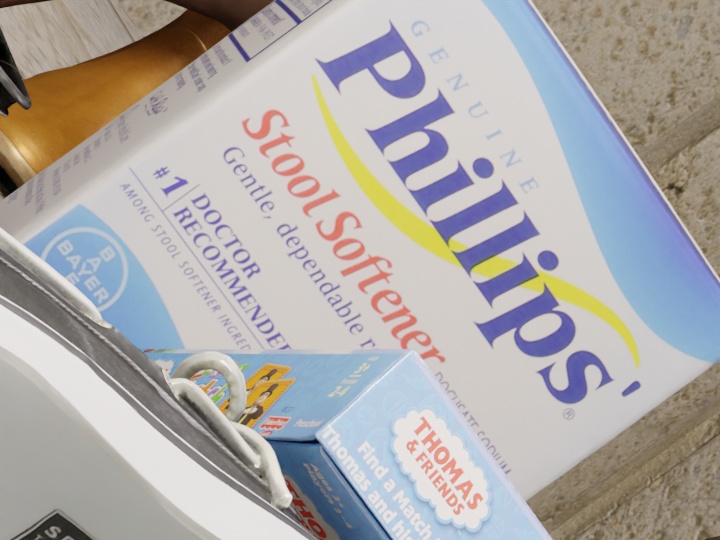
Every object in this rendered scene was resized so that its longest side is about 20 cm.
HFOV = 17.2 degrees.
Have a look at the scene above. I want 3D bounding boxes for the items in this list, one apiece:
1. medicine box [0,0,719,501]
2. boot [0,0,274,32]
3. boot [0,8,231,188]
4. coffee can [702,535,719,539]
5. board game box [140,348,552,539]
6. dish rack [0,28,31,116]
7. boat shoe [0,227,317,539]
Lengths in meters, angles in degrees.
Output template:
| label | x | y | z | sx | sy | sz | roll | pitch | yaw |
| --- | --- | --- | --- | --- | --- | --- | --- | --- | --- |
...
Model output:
| label | x | y | z | sx | sy | sz | roll | pitch | yaw |
| --- | --- | --- | --- | --- | --- | --- | --- | --- | --- |
| medicine box | 0.000 | 0.000 | 0.848 | 0.182 | 0.200 | 0.103 | 54 | 1 | -14 |
| boot | -0.111 | -0.110 | 0.954 | 0.187 | 0.199 | 0.064 | -111 | -157 | -43 |
| boot | -0.090 | -0.084 | 1.030 | 0.071 | 0.144 | 0.201 | 53 | 2 | 0 |
| coffee can | 0.171 | 0.244 | 1.115 | 0.146 | 0.146 | 0.200 | -107 | 172 | -86 |
| board game box | -0.001 | 0.088 | 0.626 | 0.151 | 0.037 | 0.200 | 54 | -21 | -15 |
| dish rack | -0.188 | -0.131 | 0.737 | 0.200 | 0.055 | 0.153 | 53 | 1 | -30 |
| boat shoe | -0.050 | 0.055 | 0.510 | 0.199 | 0.074 | 0.068 | 42 | 22 | -33 |
